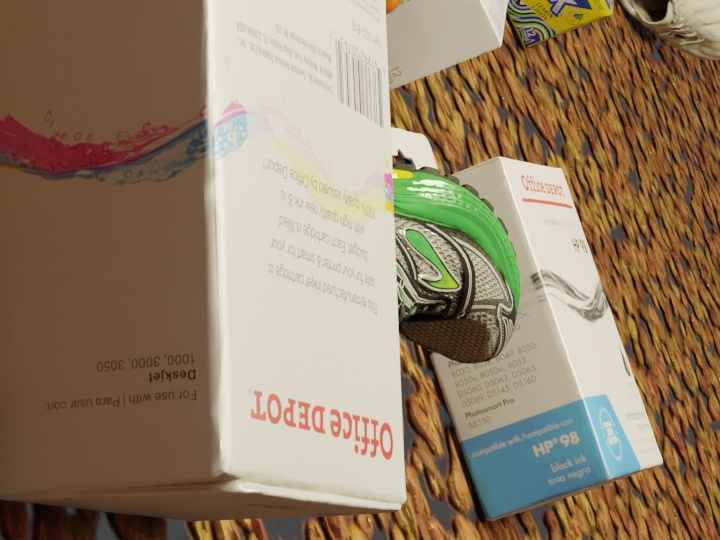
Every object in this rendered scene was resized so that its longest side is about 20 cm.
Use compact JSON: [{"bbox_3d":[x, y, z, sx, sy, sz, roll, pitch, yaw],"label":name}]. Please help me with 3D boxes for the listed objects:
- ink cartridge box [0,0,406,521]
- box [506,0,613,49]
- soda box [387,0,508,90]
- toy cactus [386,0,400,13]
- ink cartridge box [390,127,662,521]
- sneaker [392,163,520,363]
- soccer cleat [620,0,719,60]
[{"bbox_3d":[-0.050,-0.023,0.763,0.145,0.085,0.200,22,63,-66],"label":"ink cartridge box"},{"bbox_3d":[0.129,-0.225,1.628,0.070,0.064,0.200,61,20,-23],"label":"box"},{"bbox_3d":[0.002,-0.194,1.207,0.200,0.068,0.064,62,18,-22],"label":"soda box"},{"bbox_3d":[-0.007,-0.198,1.108,0.165,0.200,0.102,25,6,-20],"label":"toy cactus"},{"bbox_3d":[0.073,0.013,1.185,0.116,0.067,0.200,1,69,-71],"label":"ink cartridge box"},{"bbox_3d":[0.000,0.000,0.994,0.200,0.078,0.085,32,46,-49],"label":"sneaker"},{"bbox_3d":[0.249,-0.218,1.988,0.200,0.069,0.078,41,37,-43],"label":"soccer cleat"}]
